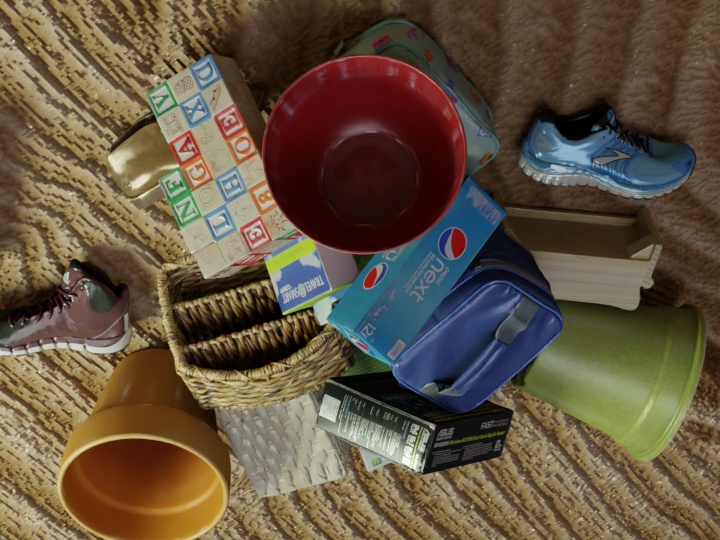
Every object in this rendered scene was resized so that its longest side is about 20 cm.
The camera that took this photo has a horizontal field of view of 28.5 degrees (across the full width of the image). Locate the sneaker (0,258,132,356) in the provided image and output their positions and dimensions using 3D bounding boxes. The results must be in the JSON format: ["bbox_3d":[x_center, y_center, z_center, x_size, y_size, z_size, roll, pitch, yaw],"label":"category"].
[{"bbox_3d":[-0.365,0.035,1.660,0.200,0.076,0.116,-1,125,-18],"label":"sneaker"}]

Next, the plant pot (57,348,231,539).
[{"bbox_3d":[-0.253,0.201,1.719,0.200,0.183,0.200,0,131,0],"label":"plant pot"}]

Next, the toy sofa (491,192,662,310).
[{"bbox_3d":[0.241,-0.023,1.654,0.200,0.083,0.098,5,125,-10],"label":"toy sofa"}]

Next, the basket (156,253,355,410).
[{"bbox_3d":[-0.120,0.060,1.616,0.200,0.143,0.149,-14,131,4],"label":"basket"}]

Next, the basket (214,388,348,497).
[{"bbox_3d":[-0.097,0.169,1.752,0.135,0.123,0.200,-16,129,7],"label":"basket"}]

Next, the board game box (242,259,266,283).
[{"bbox_3d":[-0.132,-0.022,1.658,0.095,0.030,0.200,-16,131,7],"label":"board game box"}]

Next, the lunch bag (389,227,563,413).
[{"bbox_3d":[0.113,0.060,1.559,0.136,0.132,0.200,31,115,-31],"label":"lunch bag"}]

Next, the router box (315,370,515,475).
[{"bbox_3d":[0.065,0.171,1.638,0.200,0.150,0.062,0,107,-58],"label":"router box"}]

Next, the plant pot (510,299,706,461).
[{"bbox_3d":[0.288,0.107,1.715,0.184,0.200,0.201,19,126,-6],"label":"plant pot"}]

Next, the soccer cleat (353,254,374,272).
[{"bbox_3d":[0.000,0.000,1.635,0.067,0.081,0.200,-30,166,-1],"label":"soccer cleat"}]

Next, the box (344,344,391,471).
[{"bbox_3d":[0.049,0.154,1.793,0.144,0.036,0.200,-21,131,-6],"label":"box"}]

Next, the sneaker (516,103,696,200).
[{"bbox_3d":[0.279,-0.137,1.571,0.200,0.078,0.090,4,125,-9],"label":"sneaker"}]

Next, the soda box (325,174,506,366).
[{"bbox_3d":[0.058,-0.005,1.455,0.064,0.068,0.200,42,79,-25],"label":"soda box"}]

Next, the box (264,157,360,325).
[{"bbox_3d":[-0.066,-0.042,1.522,0.048,0.200,0.122,-17,175,-32],"label":"box"}]

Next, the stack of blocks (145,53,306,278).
[{"bbox_3d":[-0.145,-0.106,1.458,0.115,0.059,0.200,-28,83,19],"label":"stack of blocks"}]

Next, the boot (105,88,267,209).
[{"bbox_3d":[-0.190,-0.145,1.527,0.200,0.074,0.075,-32,113,20],"label":"boot"}]

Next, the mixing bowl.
[{"bbox_3d":[0.007,-0.105,1.422,0.200,0.200,0.108,-10,169,2],"label":"mixing bowl"}]

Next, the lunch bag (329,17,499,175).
[{"bbox_3d":[0.038,-0.166,1.522,0.160,0.077,0.200,-33,124,24],"label":"lunch bag"}]
